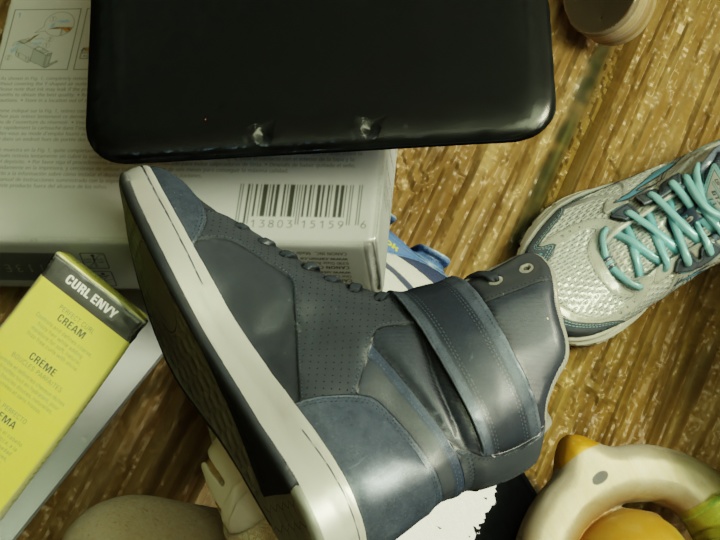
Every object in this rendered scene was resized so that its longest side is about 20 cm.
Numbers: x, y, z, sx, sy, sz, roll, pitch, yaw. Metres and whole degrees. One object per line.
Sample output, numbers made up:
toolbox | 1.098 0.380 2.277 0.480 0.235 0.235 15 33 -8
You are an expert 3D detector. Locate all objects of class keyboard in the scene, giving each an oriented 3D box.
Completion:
keyboard | -0.147 0.064 0.830 0.056 0.011 0.200 42 64 -10

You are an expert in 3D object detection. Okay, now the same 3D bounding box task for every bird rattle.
bird rattle | 0.147 0.159 0.836 0.161 0.113 0.202 17 86 -3

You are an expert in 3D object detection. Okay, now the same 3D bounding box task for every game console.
game console | -0.016 -0.122 0.805 0.198 0.176 0.118 -2 102 4

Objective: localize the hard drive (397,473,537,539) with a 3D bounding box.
hard drive | 0.050 0.168 0.852 0.134 0.042 0.201 -23 83 -25

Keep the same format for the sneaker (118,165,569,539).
sneaker | -0.004 0.015 0.726 0.145 0.077 0.203 -25 59 -18

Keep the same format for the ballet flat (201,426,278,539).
ballet flat | -0.047 0.080 0.776 0.062 0.200 0.068 36 100 -22

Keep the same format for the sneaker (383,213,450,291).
sneaker | 0.000 0.000 0.870 0.198 0.074 0.083 22 60 -17

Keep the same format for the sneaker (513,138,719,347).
sneaker | 0.165 -0.030 0.933 0.199 0.086 0.078 -29 85 -26

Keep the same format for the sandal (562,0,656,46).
sandal | 0.161 -0.224 1.016 0.069 0.077 0.214 21 71 -47

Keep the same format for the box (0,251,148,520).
box | -0.167 0.086 0.744 0.050 0.075 0.201 37 87 -5

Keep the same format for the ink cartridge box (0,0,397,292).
ink cartridge box | -0.080 -0.074 0.833 0.198 0.044 0.175 1 55 8

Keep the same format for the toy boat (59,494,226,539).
toy boat | -0.079 0.199 0.755 0.129 0.132 0.201 13 27 -16
